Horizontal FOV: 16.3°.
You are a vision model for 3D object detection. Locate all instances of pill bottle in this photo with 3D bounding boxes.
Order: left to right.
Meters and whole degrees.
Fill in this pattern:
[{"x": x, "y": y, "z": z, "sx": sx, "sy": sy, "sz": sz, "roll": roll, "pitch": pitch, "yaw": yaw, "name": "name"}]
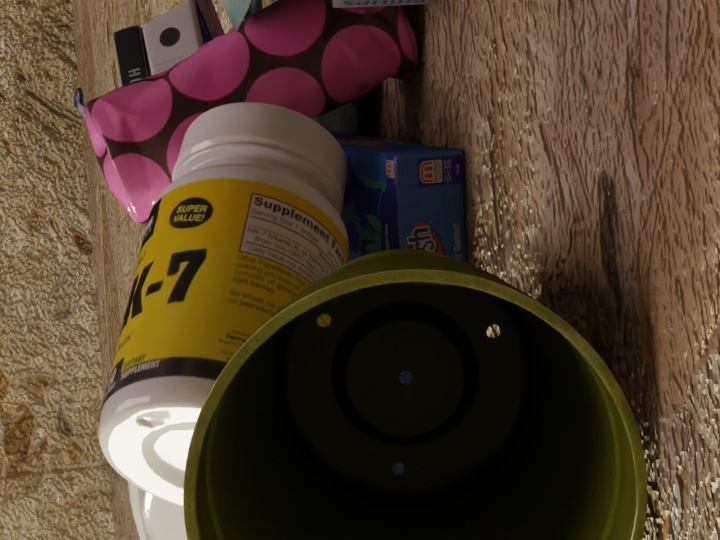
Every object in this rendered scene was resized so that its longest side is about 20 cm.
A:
[{"x": -0.067, "y": 0.017, "z": 1.346, "sx": 0.115, "sy": 0.113, "sz": 0.201, "roll": 102, "pitch": 178, "yaw": -54, "name": "pill bottle"}]

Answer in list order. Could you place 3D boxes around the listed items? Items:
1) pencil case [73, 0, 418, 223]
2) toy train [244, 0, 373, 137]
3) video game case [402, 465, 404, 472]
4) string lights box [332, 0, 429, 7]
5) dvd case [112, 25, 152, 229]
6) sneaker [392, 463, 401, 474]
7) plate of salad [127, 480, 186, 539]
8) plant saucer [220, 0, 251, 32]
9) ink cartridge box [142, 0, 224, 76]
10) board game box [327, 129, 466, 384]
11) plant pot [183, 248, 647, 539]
[{"x": -0.064, "y": -0.107, "z": 1.466, "sx": 0.091, "sy": 0.199, "sz": 0.094, "roll": 63, "pitch": 178, "yaw": 10, "name": "pencil case"}, {"x": -0.034, "y": -0.167, "z": 1.573, "sx": 0.114, "sy": 0.085, "sz": 0.201, "roll": -125, "pitch": 29, "yaw": -54, "name": "toy train"}, {"x": 0.000, "y": 0.163, "z": 1.525, "sx": 0.200, "sy": 0.022, "sz": 0.184, "roll": -124, "pitch": 51, "yaw": -68, "name": "video game case"}, {"x": 0.024, "y": -0.215, "z": 1.313, "sx": 0.200, "sy": 0.058, "sz": 0.104, "roll": 134, "pitch": 131, "yaw": -75, "name": "string lights box"}, {"x": -0.119, "y": -0.054, "z": 1.674, "sx": 0.200, "sy": 0.025, "sz": 0.151, "roll": 61, "pitch": -164, "yaw": -68, "name": "dvd case"}, {"x": -0.023, "y": 0.127, "z": 1.351, "sx": 0.070, "sy": 0.077, "sz": 0.201, "roll": 123, "pitch": 149, "yaw": -50, "name": "sneaker"}, {"x": -0.065, "y": 0.167, "z": 1.477, "sx": 0.199, "sy": 0.048, "sz": 0.201, "roll": 30, "pitch": 135, "yaw": 35, "name": "plate of salad"}, {"x": -0.048, "y": -0.232, "z": 1.394, "sx": 0.201, "sy": 0.038, "sz": 0.202, "roll": -159, "pitch": 90, "yaw": -84, "name": "plant saucer"}, {"x": -0.093, "y": -0.076, "z": 1.630, "sx": 0.198, "sy": 0.043, "sz": 0.201, "roll": 70, "pitch": -171, "yaw": -61, "name": "ink cartridge box"}, {"x": 0.000, "y": 0.000, "z": 1.456, "sx": 0.200, "sy": 0.045, "sz": 0.153, "roll": -166, "pitch": 72, "yaw": -66, "name": "board game box"}, {"x": 0.022, "y": 0.075, "z": 1.165, "sx": 0.193, "sy": 0.199, "sz": 0.202, "roll": -94, "pitch": 2, "yaw": -76, "name": "plant pot"}]
